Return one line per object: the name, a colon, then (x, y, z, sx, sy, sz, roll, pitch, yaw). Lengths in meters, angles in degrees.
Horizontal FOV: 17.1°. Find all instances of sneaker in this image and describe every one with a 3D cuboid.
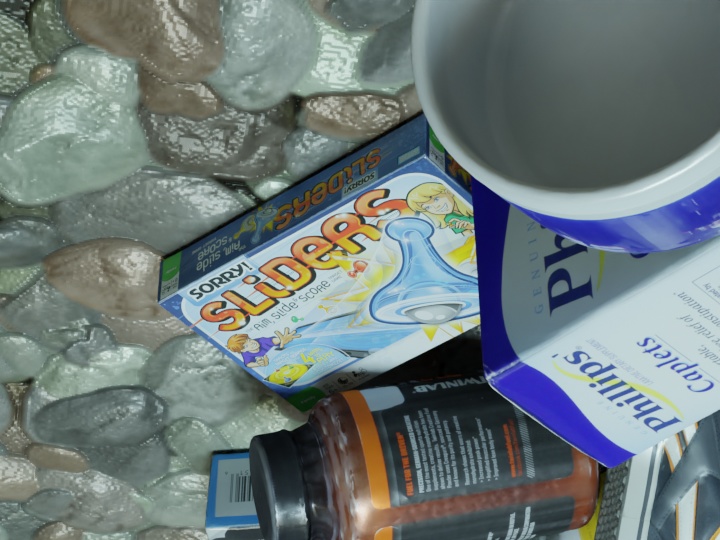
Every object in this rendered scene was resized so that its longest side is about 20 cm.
sneaker: (0.189, 0.100, 1.401, 0.079, 0.202, 0.078, 10, -179, -7)

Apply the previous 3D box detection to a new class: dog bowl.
dog bowl: (0.128, -0.113, 1.124, 0.199, 0.201, 0.079, -20, 153, 22)

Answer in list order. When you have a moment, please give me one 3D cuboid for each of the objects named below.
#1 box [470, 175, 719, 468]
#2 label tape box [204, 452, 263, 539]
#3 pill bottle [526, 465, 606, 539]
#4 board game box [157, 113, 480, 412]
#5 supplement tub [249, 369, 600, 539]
box: (0.162, -0.033, 1.233, 0.105, 0.185, 0.200, 32, 130, -33)
label tape box: (-0.014, 0.200, 1.590, 0.143, 0.064, 0.201, -5, 138, 7)
pill bottle: (0.197, 0.164, 1.510, 0.199, 0.113, 0.112, -31, 130, 30)
board game box: (0.000, 0.000, 1.384, 0.199, 0.035, 0.135, -28, 131, 29)
supplement tub: (0.036, 0.118, 1.434, 0.198, 0.107, 0.107, -8, 140, -13)
